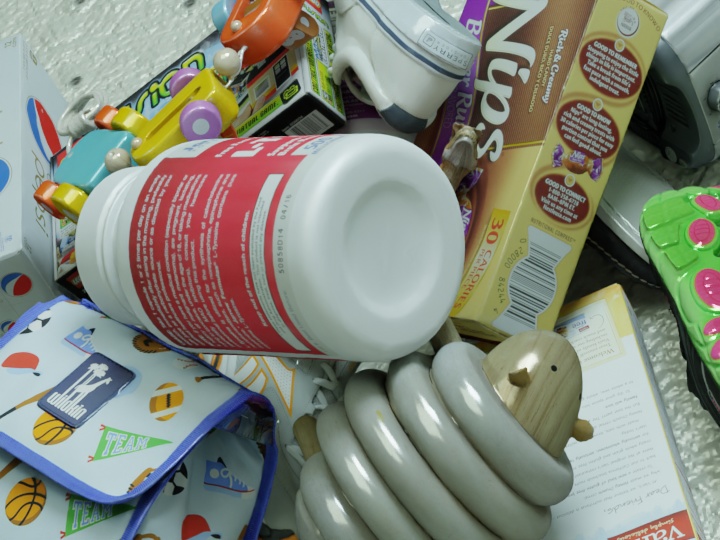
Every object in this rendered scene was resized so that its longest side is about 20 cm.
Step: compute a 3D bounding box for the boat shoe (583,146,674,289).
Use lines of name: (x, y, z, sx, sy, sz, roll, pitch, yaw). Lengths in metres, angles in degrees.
boat shoe: (0.119, -0.047, 1.668, 0.200, 0.074, 0.060, 48, 122, 33)

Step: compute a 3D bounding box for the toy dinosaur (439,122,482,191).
toy dinosaur: (0.000, 0.000, 1.587, 0.200, 0.060, 0.106, -35, 31, 23)

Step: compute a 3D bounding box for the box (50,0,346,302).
box: (-0.098, -0.075, 1.702, 0.200, 0.035, 0.110, -36, 39, 23)

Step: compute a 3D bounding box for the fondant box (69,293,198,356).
fondant box: (-0.162, 0.024, 1.758, 0.144, 0.058, 0.200, 15, 57, 38)

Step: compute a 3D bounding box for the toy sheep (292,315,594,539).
toy sheep: (0.031, 0.103, 1.470, 0.200, 0.138, 0.138, -44, 40, 12)

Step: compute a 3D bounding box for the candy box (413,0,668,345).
candy box: (0.082, -0.061, 1.600, 0.116, 0.056, 0.201, 11, 79, 55)

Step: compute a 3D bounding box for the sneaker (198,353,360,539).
sneaker: (-0.039, 0.072, 1.636, 0.092, 0.076, 0.201, -17, 45, 5)

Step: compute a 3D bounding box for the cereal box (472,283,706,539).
cereal box: (0.097, 0.111, 1.544, 0.143, 0.040, 0.200, -22, 43, 10)

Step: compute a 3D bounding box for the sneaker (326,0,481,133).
sneaker: (0.007, -0.133, 1.646, 0.071, 0.073, 0.200, -55, 20, 9)

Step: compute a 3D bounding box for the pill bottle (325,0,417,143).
pill bottle: (-0.009, -0.096, 1.748, 0.112, 0.112, 0.200, -21, 42, 10)

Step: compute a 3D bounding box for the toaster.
toaster: (0.176, -0.155, 1.705, 0.129, 0.114, 0.200, -38, 40, -15)

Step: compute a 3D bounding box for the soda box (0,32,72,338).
soda box: (-0.216, -0.049, 1.766, 0.063, 0.068, 0.201, -20, 42, 13)

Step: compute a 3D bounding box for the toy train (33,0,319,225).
toy train: (-0.095, -0.091, 1.642, 0.200, 0.056, 0.151, -32, 26, 33)

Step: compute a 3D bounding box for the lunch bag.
lunch bag: (-0.147, 0.127, 1.560, 0.170, 0.124, 0.201, 25, 90, 39)

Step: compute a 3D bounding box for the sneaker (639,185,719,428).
sneaker: (0.188, 0.026, 1.542, 0.076, 0.084, 0.200, -1, 38, -4)

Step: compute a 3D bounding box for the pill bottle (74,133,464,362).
pill bottle: (-0.052, -0.012, 1.497, 0.199, 0.112, 0.112, 1, 49, 46)
